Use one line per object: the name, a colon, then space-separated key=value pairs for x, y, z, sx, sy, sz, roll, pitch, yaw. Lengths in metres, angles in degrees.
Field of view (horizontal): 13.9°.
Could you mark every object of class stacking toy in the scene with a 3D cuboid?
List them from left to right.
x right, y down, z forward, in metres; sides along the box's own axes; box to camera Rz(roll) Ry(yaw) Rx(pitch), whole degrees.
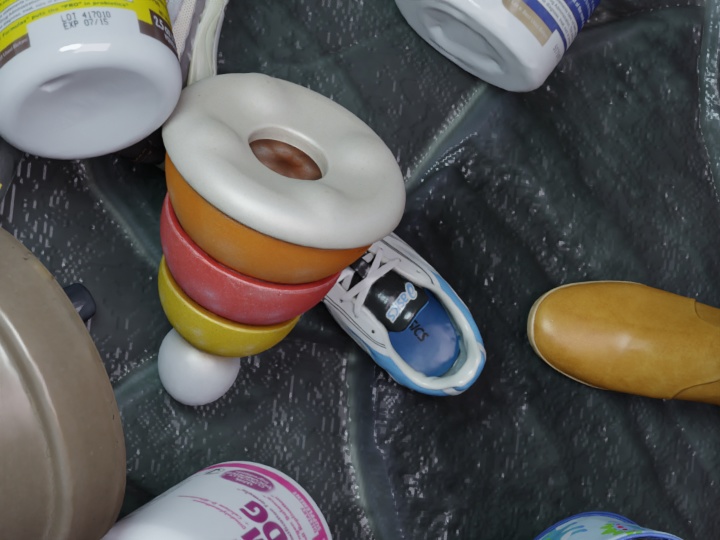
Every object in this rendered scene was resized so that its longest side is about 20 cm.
stacking toy: x=-0.072 y=0.001 z=1.695 sx=0.145 sy=0.146 sz=0.201 roll=11 pitch=125 yaw=-22

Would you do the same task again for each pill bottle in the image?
pill bottle: x=-0.168 y=-0.170 z=1.638 sx=0.109 sy=0.109 sz=0.201 roll=-1 pitch=58 yaw=-23
pill bottle: x=-0.099 y=0.184 z=1.650 sx=0.113 sy=0.200 sz=0.114 roll=4 pitch=103 yaw=20
pill bottle: x=0.117 y=-0.217 z=1.790 sx=0.111 sy=0.111 sz=0.200 roll=39 pitch=77 yaw=-18

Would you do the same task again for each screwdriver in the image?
screwdriver: x=-0.239 y=0.062 z=1.693 sx=0.199 sy=0.028 sz=0.029 roll=-28 pitch=71 yaw=-19

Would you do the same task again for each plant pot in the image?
plant pot: x=-0.249 y=0.088 z=1.538 sx=0.174 sy=0.200 sz=0.201 roll=-26 pitch=101 yaw=-36

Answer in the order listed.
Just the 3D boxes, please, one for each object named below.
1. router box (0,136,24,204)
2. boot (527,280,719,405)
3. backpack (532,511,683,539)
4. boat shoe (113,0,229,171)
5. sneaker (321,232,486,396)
router box: x=-0.290 y=-0.086 z=1.653 sx=0.199 sy=0.052 sz=0.158 roll=27 pitch=81 yaw=-21
boot: x=0.218 y=0.048 z=1.819 sx=0.200 sy=0.144 sz=0.071 roll=12 pitch=85 yaw=-22
backpack: x=0.132 y=0.249 z=1.785 sx=0.200 sy=0.147 sz=0.183 roll=-41 pitch=106 yaw=-12
boat shoe: x=-0.118 y=-0.159 z=1.713 sx=0.073 sy=0.074 sz=0.201 roll=6 pitch=88 yaw=-23
sneaker: x=0.000 y=0.000 z=1.767 sx=0.200 sy=0.072 sz=0.072 roll=41 pitch=78 yaw=-17
